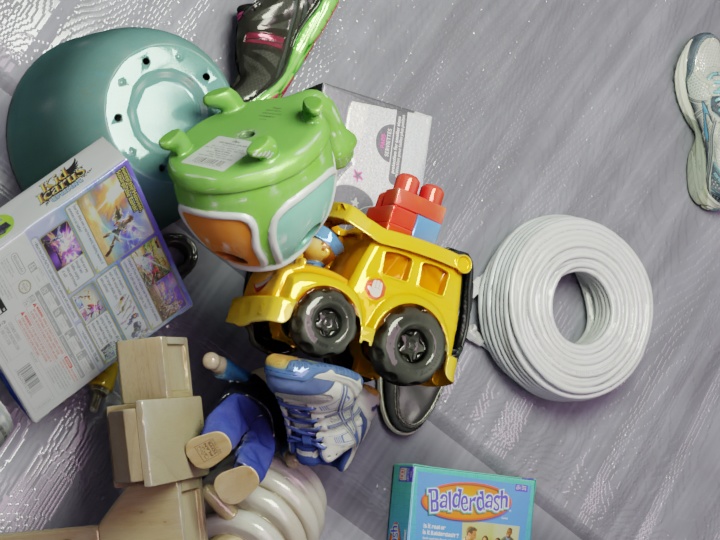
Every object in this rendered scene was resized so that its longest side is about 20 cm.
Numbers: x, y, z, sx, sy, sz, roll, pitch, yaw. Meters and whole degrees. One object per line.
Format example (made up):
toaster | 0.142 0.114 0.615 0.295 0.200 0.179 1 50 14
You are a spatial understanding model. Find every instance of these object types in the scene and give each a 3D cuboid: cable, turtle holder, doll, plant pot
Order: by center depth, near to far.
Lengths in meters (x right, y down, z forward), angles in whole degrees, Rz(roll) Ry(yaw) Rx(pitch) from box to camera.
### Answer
turtle holder | -0.086 -0.084 1.577 0.186 0.140 0.132 -74 156 -58
doll | -0.104 0.133 1.658 0.048 0.200 0.137 -35 98 19
plant pot | -0.203 -0.131 1.664 0.200 0.161 0.202 3 84 -29
cable | -0.236 0.034 1.711 0.097 0.050 0.200 35 57 -3
cable | 0.220 0.038 1.929 0.200 0.069 0.200 44 67 -18

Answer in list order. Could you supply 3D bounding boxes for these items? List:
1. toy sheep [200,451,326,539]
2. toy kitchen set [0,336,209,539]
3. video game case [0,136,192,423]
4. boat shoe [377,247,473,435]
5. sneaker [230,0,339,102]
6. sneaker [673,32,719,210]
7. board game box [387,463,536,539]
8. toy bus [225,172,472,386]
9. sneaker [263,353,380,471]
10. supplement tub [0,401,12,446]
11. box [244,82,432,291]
toy sheep | -0.096 0.227 1.709 0.138 0.138 0.200 52 42 -14
toy kitchen set | -0.241 0.166 1.572 0.179 0.163 0.201 -7 86 11
video game case | -0.254 0.010 1.575 0.181 0.045 0.200 -36 140 -16
boat shoe | 0.075 0.070 1.849 0.074 0.066 0.200 28 73 -24
sneaker | -0.096 -0.219 1.791 0.084 0.077 0.201 31 67 -4
sneaker | 0.414 -0.171 2.046 0.077 0.086 0.201 -8 89 -30
board game box | 0.099 0.304 1.852 0.151 0.045 0.201 11 81 -27
toy bus | 0.000 0.000 1.653 0.199 0.136 0.193 18 82 -25
sneaker | -0.035 0.131 1.630 0.200 0.075 0.089 38 68 -64
supplement tub | -0.401 0.172 1.549 0.122 0.122 0.200 43 68 -18
box | -0.019 -0.064 1.784 0.132 0.115 0.201 14 79 -26
